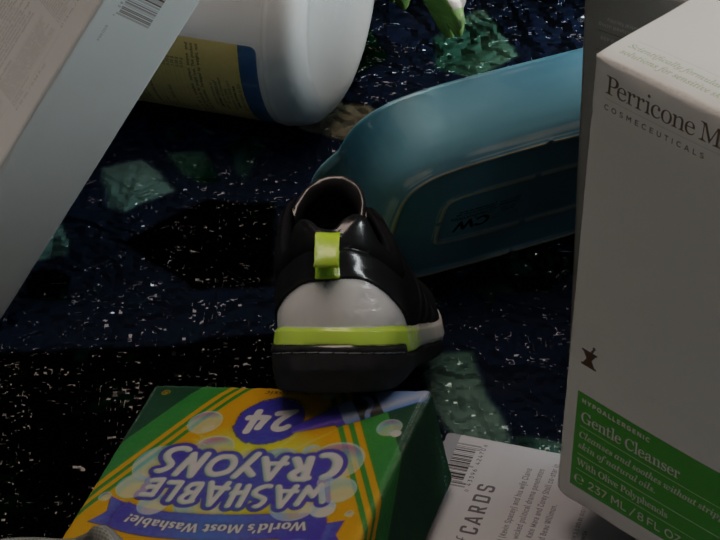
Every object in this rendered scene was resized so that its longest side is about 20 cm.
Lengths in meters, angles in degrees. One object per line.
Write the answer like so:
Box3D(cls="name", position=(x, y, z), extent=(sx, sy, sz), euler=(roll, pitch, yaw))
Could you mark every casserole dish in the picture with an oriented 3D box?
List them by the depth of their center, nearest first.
Box3D(cls="casserole dish", position=(0.072, -0.048, 1.089), extent=(0.199, 0.121, 0.039), euler=(-15, 60, -20))

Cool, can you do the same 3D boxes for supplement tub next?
Box3D(cls="supplement tub", position=(-0.102, -0.160, 1.216), extent=(0.199, 0.145, 0.145), euler=(10, 37, 15))

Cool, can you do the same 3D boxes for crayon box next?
Box3D(cls="crayon box", position=(-0.054, 0.123, 0.882), extent=(0.125, 0.052, 0.200), euler=(0, 35, 22))

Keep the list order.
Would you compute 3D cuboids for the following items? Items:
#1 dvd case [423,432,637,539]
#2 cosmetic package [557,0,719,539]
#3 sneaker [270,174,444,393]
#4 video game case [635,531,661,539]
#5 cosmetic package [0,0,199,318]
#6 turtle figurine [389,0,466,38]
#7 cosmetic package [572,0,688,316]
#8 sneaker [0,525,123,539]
Box3D(cls="dvd case", position=(0.108, 0.134, 0.905), extent=(0.199, 0.025, 0.151), euler=(10, 37, 16))
Box3D(cls="cosmetic package", position=(0.143, 0.010, 0.852), extent=(0.107, 0.201, 0.085), euler=(29, 44, 35))
Box3D(cls="sneaker", position=(0.000, 0.000, 0.989), extent=(0.071, 0.083, 0.200), euler=(-2, 5, 1))
Box3D(cls="video game case", position=(0.210, 0.112, 0.898), extent=(0.198, 0.018, 0.144), euler=(-3, 35, -4))
Box3D(cls="cosmetic package", position=(-0.167, -0.096, 1.098), extent=(0.052, 0.201, 0.151), euler=(22, 18, -42))
Box3D(cls="turtle figurine", position=(0.110, -0.195, 1.321), extent=(0.193, 0.200, 0.144), euler=(-36, 68, -12))
Box3D(cls="cosmetic package", position=(0.153, -0.052, 1.002), extent=(0.090, 0.201, 0.107), euler=(24, 40, 27))
Box3D(cls="sneaker", position=(-0.148, 0.151, 0.763), extent=(0.200, 0.116, 0.075), euler=(-40, 52, -8))
